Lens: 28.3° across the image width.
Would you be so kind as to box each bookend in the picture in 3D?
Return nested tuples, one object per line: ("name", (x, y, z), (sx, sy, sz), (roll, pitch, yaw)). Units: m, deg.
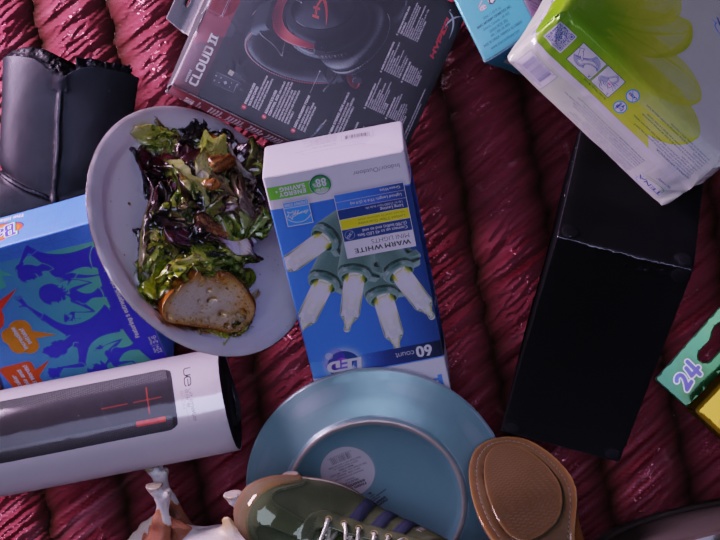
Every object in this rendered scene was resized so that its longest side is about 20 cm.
("bookend", (0.181, -0.004, 1.048), (0.092, 0.199, 0.200), (15, 133, 5))

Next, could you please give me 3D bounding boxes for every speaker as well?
("speaker", (-0.191, 0.115, 1.071), (0.200, 0.081, 0.081), (-11, 87, 2))

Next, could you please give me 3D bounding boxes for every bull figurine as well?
("bull figurine", (-0.119, 0.211, 1.067), (0.200, 0.065, 0.122), (-1, 106, 16))

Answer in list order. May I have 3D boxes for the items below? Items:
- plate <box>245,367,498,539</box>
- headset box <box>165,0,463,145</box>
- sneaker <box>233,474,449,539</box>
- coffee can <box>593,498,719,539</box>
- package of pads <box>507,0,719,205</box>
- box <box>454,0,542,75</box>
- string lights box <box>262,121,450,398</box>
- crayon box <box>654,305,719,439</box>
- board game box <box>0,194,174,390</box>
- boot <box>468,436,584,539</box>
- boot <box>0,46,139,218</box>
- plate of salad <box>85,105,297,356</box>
("plate", (0.012, 0.170, 1.070), (0.200, 0.026, 0.201), (1, 108, 3))
("headset box", (-0.044, -0.168, 1.068), (0.200, 0.075, 0.149), (24, 88, -11))
("sneaker", (0.015, 0.197, 0.994), (0.200, 0.090, 0.067), (26, 82, -22))
("coffee can", (0.260, 0.275, 1.014), (0.146, 0.146, 0.200), (-16, 86, 4))
("package of pads", (0.199, -0.155, 0.976), (0.154, 0.200, 0.068), (41, 136, -9))
("box", (0.085, -0.247, 1.065), (0.049, 0.082, 0.200), (-31, 76, 25))
("string lights box", (0.000, 0.000, 1.048), (0.103, 0.059, 0.200), (-11, 117, 5))
("crayon box", (0.337, 0.103, 1.062), (0.200, 0.052, 0.126), (42, 92, 6))
("board game box", (-0.260, 0.034, 1.080), (0.200, 0.045, 0.152), (-15, 126, 5))
("boot", (0.137, 0.231, 1.028), (0.077, 0.155, 0.200), (-23, 48, -15))
("boot", (-0.274, -0.087, 1.110), (0.200, 0.076, 0.169), (2, 91, -2))
("plate of salad", (-0.110, -0.035, 1.049), (0.048, 0.200, 0.200), (-30, 84, 43))
